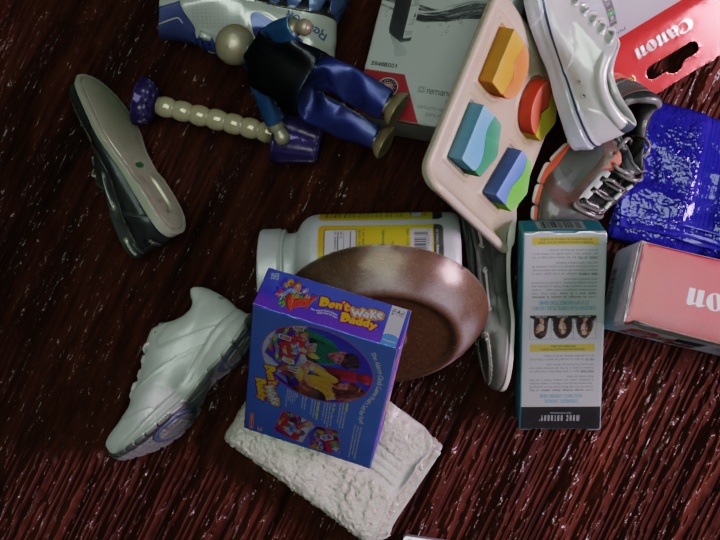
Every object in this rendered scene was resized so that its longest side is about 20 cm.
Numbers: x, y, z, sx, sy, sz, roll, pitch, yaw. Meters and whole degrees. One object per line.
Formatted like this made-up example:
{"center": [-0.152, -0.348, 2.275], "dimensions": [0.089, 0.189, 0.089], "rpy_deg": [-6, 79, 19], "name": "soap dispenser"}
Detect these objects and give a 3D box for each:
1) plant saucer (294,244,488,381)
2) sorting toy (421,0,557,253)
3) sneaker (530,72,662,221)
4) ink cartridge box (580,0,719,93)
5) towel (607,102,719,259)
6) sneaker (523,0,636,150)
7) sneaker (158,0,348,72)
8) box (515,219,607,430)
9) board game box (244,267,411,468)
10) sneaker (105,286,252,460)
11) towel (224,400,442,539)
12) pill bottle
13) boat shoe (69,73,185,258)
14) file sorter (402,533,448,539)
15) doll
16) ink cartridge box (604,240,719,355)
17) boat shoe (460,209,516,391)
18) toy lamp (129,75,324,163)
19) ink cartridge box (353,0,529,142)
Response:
{"center": [0.023, 0.052, 1.077], "dimensions": [0.198, 0.201, 0.037], "rpy_deg": [-1, 51, 3], "name": "plant saucer"}
{"center": [0.133, -0.136, 1.057], "dimensions": [0.036, 0.185, 0.202], "rpy_deg": [12, 78, 32], "name": "sorting toy"}
{"center": [0.234, -0.095, 1.123], "dimensions": [0.076, 0.082, 0.202], "rpy_deg": [15, 98, -36], "name": "sneaker"}
{"center": [0.288, -0.267, 1.119], "dimensions": [0.160, 0.050, 0.201], "rpy_deg": [-30, 114, 1], "name": "ink cartridge box"}
{"center": [0.360, -0.081, 1.150], "dimensions": [0.198, 0.050, 0.149], "rpy_deg": [15, 88, 4], "name": "towel"}
{"center": [0.205, -0.215, 1.066], "dimensions": [0.070, 0.073, 0.202], "rpy_deg": [-15, 106, 24], "name": "sneaker"}
{"center": [-0.110, -0.229, 1.167], "dimensions": [0.197, 0.081, 0.117], "rpy_deg": [-1, 84, 1], "name": "sneaker"}
{"center": [0.195, 0.054, 1.120], "dimensions": [0.081, 0.049, 0.202], "rpy_deg": [0, 106, 2], "name": "box"}
{"center": [-0.036, 0.096, 1.060], "dimensions": [0.133, 0.201, 0.045], "rpy_deg": [17, 50, 5], "name": "board game box"}
{"center": [-0.192, 0.106, 1.166], "dimensions": [0.087, 0.075, 0.200], "rpy_deg": [38, 82, 16], "name": "sneaker"}
{"center": [-0.028, 0.173, 1.163], "dimensions": [0.199, 0.034, 0.133], "rpy_deg": [33, 88, 4], "name": "towel"}
{"center": [0.000, 0.000, 1.132], "dimensions": [0.197, 0.112, 0.114], "rpy_deg": [-1, 87, 3], "name": "pill bottle"}
{"center": [-0.254, -0.109, 1.175], "dimensions": [0.067, 0.072, 0.201], "rpy_deg": [-33, 80, 25], "name": "boat shoe"}
{"center": [0.130, 0.348, 1.100], "dimensions": [0.197, 0.125, 0.141], "rpy_deg": [7, 88, 3], "name": "file sorter"}
{"center": [-0.056, -0.178, 1.102], "dimensions": [0.199, 0.049, 0.137], "rpy_deg": [30, 129, 9], "name": "doll"}
{"center": [0.344, 0.036, 1.081], "dimensions": [0.198, 0.176, 0.085], "rpy_deg": [13, 87, 3], "name": "ink cartridge box"}
{"center": [0.122, 0.019, 1.147], "dimensions": [0.056, 0.067, 0.203], "rpy_deg": [3, 80, -7], "name": "boat shoe"}
{"center": [-0.136, -0.150, 1.177], "dimensions": [0.198, 0.058, 0.059], "rpy_deg": [13, 87, 6], "name": "toy lamp"}
{"center": [0.093, -0.232, 1.134], "dimensions": [0.143, 0.084, 0.202], "rpy_deg": [13, 86, 27], "name": "ink cartridge box"}
